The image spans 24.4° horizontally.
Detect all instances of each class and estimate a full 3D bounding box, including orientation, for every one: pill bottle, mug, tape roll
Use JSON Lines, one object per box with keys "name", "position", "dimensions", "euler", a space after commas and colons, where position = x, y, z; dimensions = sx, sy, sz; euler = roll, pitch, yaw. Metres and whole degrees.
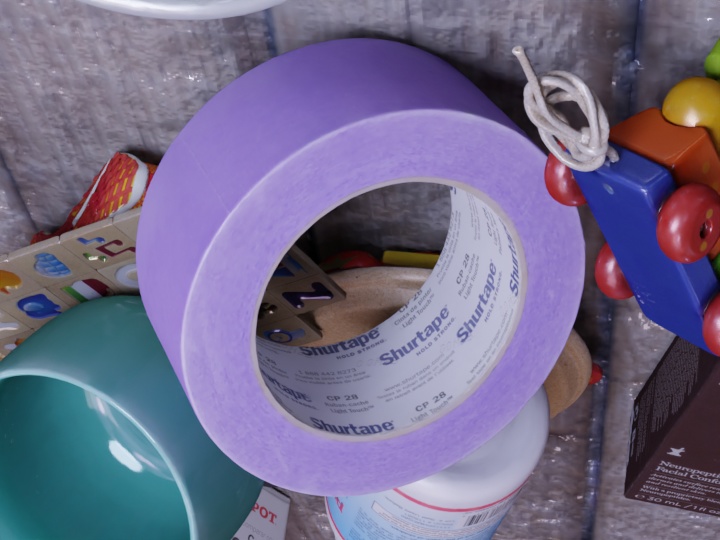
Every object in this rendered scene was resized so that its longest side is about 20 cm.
{"name": "pill bottle", "position": [0.036, 0.115, 0.965], "dimensions": [0.108, 0.110, 0.201], "euler": [13, 150, -2]}
{"name": "mug", "position": [-0.132, 0.101, 0.894], "dimensions": [0.152, 0.114, 0.185], "euler": [41, 128, 1]}
{"name": "tape roll", "position": [0.000, 0.000, 0.785], "dimensions": [0.198, 0.085, 0.202], "euler": [-11, 123, -17]}

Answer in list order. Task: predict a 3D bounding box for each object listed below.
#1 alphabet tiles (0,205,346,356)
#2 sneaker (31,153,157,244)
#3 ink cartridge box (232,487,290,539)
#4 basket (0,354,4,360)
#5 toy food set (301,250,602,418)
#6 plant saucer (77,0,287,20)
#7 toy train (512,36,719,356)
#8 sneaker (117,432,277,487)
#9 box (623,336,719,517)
{"name": "alphabet tiles", "position": [-0.117, 0.020, 0.915], "dimensions": [0.198, 0.006, 0.166], "euler": [-17, 147, 22]}
{"name": "sneaker", "position": [-0.151, 0.005, 0.959], "dimensions": [0.077, 0.074, 0.199], "euler": [28, 147, -23]}
{"name": "ink cartridge box", "position": [-0.138, 0.241, 1.253], "dimensions": [0.084, 0.202, 0.145], "euler": [-19, 140, 34]}
{"name": "basket", "position": [-0.241, 0.137, 1.162], "dimensions": [0.198, 0.150, 0.143], "euler": [-9, 145, 31]}
{"name": "toy food set", "position": [0.046, 0.045, 1.000], "dimensions": [0.196, 0.049, 0.201], "euler": [5, 150, 11]}
{"name": "plant saucer", "position": [-0.091, -0.179, 0.653], "dimensions": [0.198, 0.051, 0.201], "euler": [9, 152, 5]}
{"name": "toy train", "position": [0.141, -0.064, 0.719], "dimensions": [0.084, 0.116, 0.200], "euler": [30, 162, 44]}
{"name": "sneaker", "position": [-0.057, 0.098, 1.033], "dimensions": [0.098, 0.072, 0.200], "euler": [1, -177, 25]}
{"name": "box", "position": [0.227, 0.076, 0.965], "dimensions": [0.099, 0.076, 0.201], "euler": [12, 149, -1]}
